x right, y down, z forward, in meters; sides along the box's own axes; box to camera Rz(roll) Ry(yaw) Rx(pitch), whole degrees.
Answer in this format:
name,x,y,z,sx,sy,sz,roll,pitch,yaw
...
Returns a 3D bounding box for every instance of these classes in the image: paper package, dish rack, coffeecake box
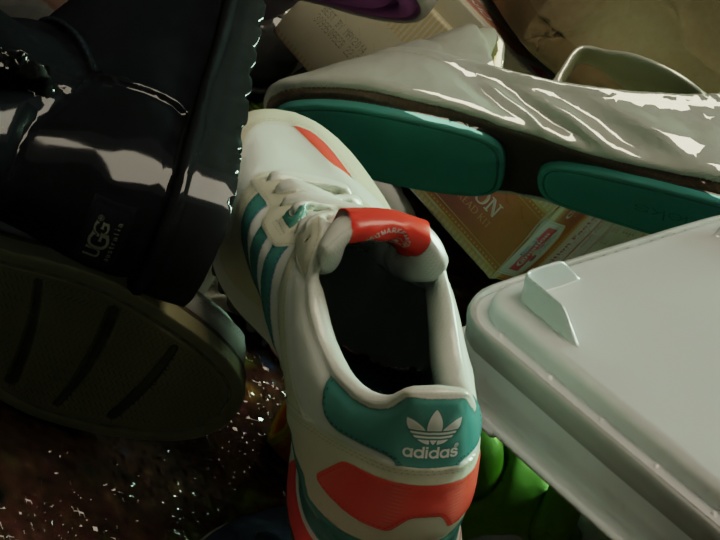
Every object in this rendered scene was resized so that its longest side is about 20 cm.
name,x,y,z,sx,sy,sz,roll,pitch,yaw
paper package,0.145,-0.117,0.949,0.190,0.104,0.200,35,15,-20
dish rack,0.138,0.040,0.700,0.170,0.044,0.200,-15,38,-32
coffeecake box,0.073,-0.065,0.973,0.154,0.073,0.200,50,16,22

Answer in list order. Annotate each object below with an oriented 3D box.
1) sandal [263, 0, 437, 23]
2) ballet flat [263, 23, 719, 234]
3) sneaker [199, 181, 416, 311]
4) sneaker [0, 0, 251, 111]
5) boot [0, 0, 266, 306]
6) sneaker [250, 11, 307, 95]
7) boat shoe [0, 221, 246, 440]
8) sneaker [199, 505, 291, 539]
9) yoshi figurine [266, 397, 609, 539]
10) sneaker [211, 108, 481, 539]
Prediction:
name,x,y,z,sx,sy,sz,roll,pitch,yaw
sandal,-0.059,-0.123,0.887,0.201,0.050,0.082,10,-22,41
ballet flat,0.064,-0.059,0.828,0.198,0.070,0.070,12,31,4
sneaker,-0.032,-0.005,0.839,0.199,0.075,0.089,-4,53,-51
sneaker,-0.118,-0.100,0.870,0.199,0.082,0.077,27,31,-16
boot,-0.120,-0.085,0.723,0.167,0.077,0.201,22,38,-15
sneaker,-0.020,-0.138,1.020,0.199,0.089,0.074,-14,57,-51
boat shoe,-0.127,-0.006,0.738,0.199,0.075,0.069,24,37,-18
sneaker,-0.038,0.111,0.654,0.075,0.085,0.200,39,30,7
yoshi figurine,0.074,0.077,0.797,0.199,0.112,0.113,36,23,-5
sneaker,0.000,0.000,0.684,0.070,0.094,0.201,1,45,-17
